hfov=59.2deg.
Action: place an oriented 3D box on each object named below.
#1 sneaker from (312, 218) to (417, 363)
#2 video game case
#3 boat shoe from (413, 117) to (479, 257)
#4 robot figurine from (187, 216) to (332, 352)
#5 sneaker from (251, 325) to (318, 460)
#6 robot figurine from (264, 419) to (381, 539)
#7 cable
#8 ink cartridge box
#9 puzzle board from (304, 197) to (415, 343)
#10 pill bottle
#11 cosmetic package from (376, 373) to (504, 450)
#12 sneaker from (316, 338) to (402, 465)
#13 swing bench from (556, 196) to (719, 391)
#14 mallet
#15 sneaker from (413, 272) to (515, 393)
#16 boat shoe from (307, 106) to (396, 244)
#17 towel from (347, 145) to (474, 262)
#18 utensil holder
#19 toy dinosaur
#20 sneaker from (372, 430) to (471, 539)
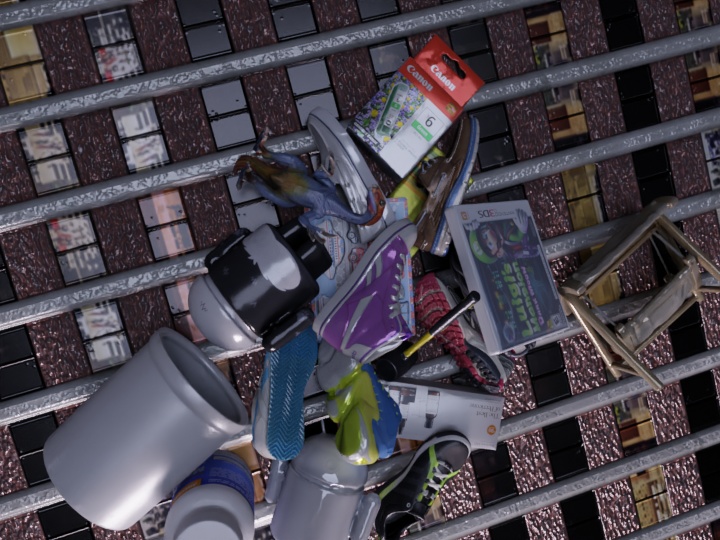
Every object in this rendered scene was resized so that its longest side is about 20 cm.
[{"bbox_3d":[0.040,0.033,0.847,0.114,0.073,0.201,33,81,21],"label":"sneaker"},{"bbox_3d":[0.208,0.001,0.881,0.181,0.023,0.202,-9,80,-43],"label":"video game case"},{"bbox_3d":[0.115,-0.125,0.895,0.072,0.072,0.202,16,86,3],"label":"boat shoe"},{"bbox_3d":[-0.134,0.019,0.854,0.199,0.150,0.125,-39,115,-6],"label":"robot figurine"},{"bbox_3d":[-0.114,0.158,0.887,0.076,0.081,0.202,20,69,-29],"label":"sneaker"},{"bbox_3d":[-0.057,0.317,0.888,0.168,0.113,0.202,19,91,14],"label":"robot figurine"},{"bbox_3d":[0.204,0.013,0.915,0.201,0.051,0.163,51,53,-10],"label":"cable"},{"bbox_3d":[0.083,-0.237,0.905,0.109,0.050,0.200,42,87,-4],"label":"ink cartridge box"},{"bbox_3d":[0.000,0.000,0.915,0.149,0.017,0.202,-4,93,-4],"label":"puzzle board"},{"bbox_3d":[-0.193,0.318,0.821,0.111,0.200,0.113,-1,93,-10],"label":"pill bottle"},{"bbox_3d":[0.108,0.210,0.941,0.198,0.051,0.083,9,93,-10],"label":"cosmetic package"},{"bbox_3d":[0.001,0.170,0.878,0.105,0.075,0.202,25,47,-45],"label":"sneaker"},{"bbox_3d":[0.420,0.031,0.947,0.199,0.130,0.200,-40,93,-4],"label":"swing bench"},{"bbox_3d":[0.099,0.085,0.873,0.041,0.066,0.200,50,123,8],"label":"mallet"},{"bbox_3d":[0.152,0.085,0.934,0.075,0.080,0.201,-44,105,-32],"label":"sneaker"},{"bbox_3d":[-0.027,-0.131,0.872,0.065,0.074,0.201,-31,82,-12],"label":"boat shoe"},{"bbox_3d":[0.074,-0.084,0.936,0.086,0.018,0.200,40,87,-4],"label":"towel"},{"bbox_3d":[-0.273,0.204,0.820,0.200,0.170,0.170,-43,99,-2],"label":"utensil holder"},{"bbox_3d":[-0.060,-0.114,0.832,0.180,0.200,0.106,24,102,-23],"label":"toy dinosaur"},{"bbox_3d":[0.091,0.319,0.907,0.071,0.083,0.200,35,105,-24],"label":"sneaker"}]
